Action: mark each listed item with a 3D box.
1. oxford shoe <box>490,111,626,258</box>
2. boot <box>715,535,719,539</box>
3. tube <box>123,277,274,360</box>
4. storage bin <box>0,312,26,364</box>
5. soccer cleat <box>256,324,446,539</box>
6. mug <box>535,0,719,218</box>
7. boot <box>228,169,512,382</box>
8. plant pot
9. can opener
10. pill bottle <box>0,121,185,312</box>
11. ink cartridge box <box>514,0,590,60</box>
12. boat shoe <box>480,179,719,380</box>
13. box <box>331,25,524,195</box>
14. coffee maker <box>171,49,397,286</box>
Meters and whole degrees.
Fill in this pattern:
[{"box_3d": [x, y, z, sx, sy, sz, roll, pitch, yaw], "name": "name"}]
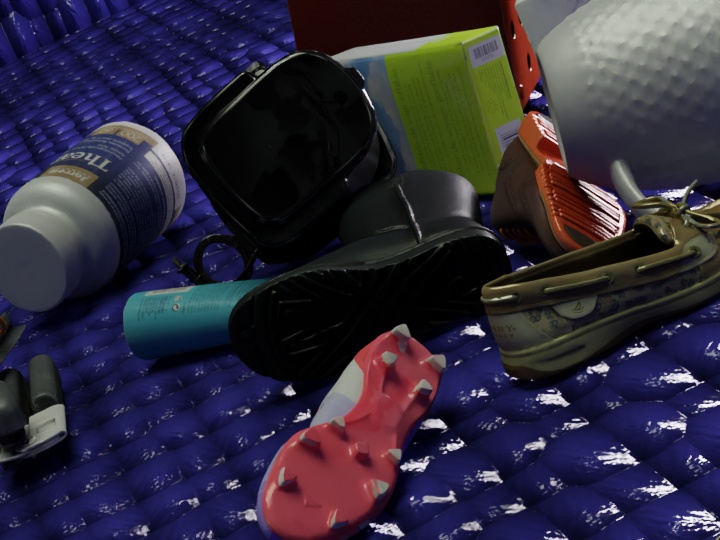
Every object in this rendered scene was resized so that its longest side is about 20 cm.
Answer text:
[{"box_3d": [0.131, -0.038, 1.622, 0.073, 0.071, 0.200, -54, 15, 18], "name": "oxford shoe"}, {"box_3d": [0.122, 0.153, 0.974, 0.202, 0.074, 0.153, -4, 22, 42], "name": "boot"}, {"box_3d": [-0.078, 0.027, 1.720, 0.199, 0.051, 0.078, -9, 25, 29], "name": "tube"}, {"box_3d": [-0.351, 0.058, 1.773, 0.145, 0.134, 0.200, -41, 11, 20], "name": "storage bin"}, {"box_3d": [-0.011, 0.107, 1.355, 0.077, 0.067, 0.200, -51, 2, 39], "name": "soccer cleat"}, {"box_3d": [0.215, -0.107, 1.552, 0.174, 0.148, 0.201, -15, 54, 4], "name": "mug"}, {"box_3d": [0.000, 0.000, 1.625, 0.199, 0.077, 0.168, -19, 18, -3], "name": "boot"}, {"box_3d": [0.056, -0.208, 2.043, 0.175, 0.201, 0.200, -6, 20, 17], "name": "plant pot"}, {"box_3d": [-0.245, 0.090, 1.710, 0.053, 0.067, 0.200, -24, 16, -3], "name": "can opener"}, {"box_3d": [-0.242, -0.044, 2.060, 0.110, 0.112, 0.200, -14, 18, 30], "name": "pill bottle"}, {"box_3d": [0.186, -0.203, 1.945, 0.066, 0.117, 0.200, -20, 16, 16], "name": "ink cartridge box"}, {"box_3d": [0.166, -0.004, 1.424, 0.199, 0.063, 0.073, -29, 16, -19], "name": "boat shoe"}, {"box_3d": [0.046, -0.119, 1.862, 0.047, 0.123, 0.199, -26, 15, -35], "name": "box"}, {"box_3d": [-0.062, -0.064, 1.765, 0.200, 0.134, 0.193, 35, -100, -84], "name": "coffee maker"}]
